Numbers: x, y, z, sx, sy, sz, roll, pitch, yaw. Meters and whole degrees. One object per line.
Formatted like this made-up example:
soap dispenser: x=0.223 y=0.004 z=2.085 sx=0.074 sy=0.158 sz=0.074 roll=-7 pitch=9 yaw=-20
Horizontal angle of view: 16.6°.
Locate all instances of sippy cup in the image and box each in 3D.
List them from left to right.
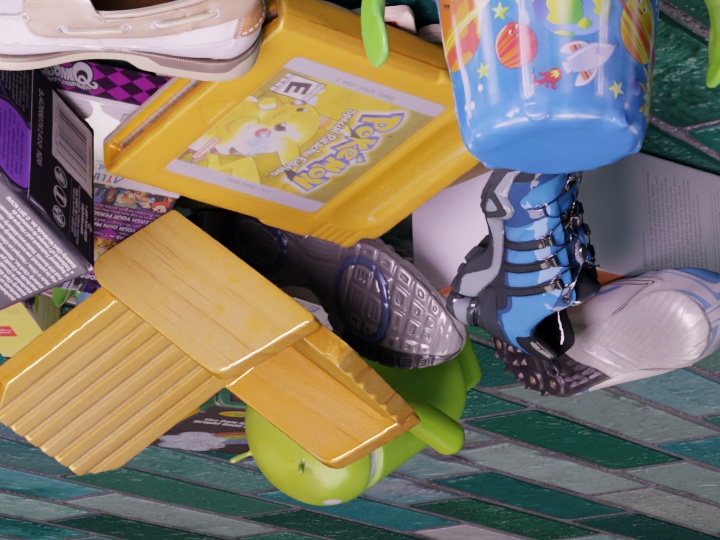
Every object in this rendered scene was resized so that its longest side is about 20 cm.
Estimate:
sippy cup: x=0.100 y=-0.124 z=1.298 sx=0.178 sy=0.130 sz=0.140 roll=-8 pitch=163 yaw=21

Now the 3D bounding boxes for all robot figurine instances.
robot figurine: x=-0.002 y=0.096 z=1.823 sx=0.200 sy=0.116 sz=0.175 roll=-33 pitch=-158 yaw=-36

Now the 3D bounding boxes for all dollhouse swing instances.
dollhouse swing: x=-0.102 y=0.088 z=1.581 sx=0.182 sy=0.176 sz=0.200 roll=37 pitch=174 yaw=29

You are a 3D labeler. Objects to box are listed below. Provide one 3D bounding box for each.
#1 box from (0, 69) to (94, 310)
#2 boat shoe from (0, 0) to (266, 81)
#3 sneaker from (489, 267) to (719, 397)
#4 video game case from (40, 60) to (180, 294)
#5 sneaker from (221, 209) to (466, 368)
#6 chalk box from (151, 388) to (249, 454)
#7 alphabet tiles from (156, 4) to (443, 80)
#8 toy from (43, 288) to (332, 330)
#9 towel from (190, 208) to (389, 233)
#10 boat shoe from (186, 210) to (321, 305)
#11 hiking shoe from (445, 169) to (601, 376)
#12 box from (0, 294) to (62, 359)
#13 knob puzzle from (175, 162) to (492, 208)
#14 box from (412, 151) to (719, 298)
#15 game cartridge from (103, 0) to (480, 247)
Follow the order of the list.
box: x=-0.263 y=-0.035 z=1.419 sx=0.200 sy=0.122 sz=0.106 roll=-22 pitch=135 yaw=18
boat shoe: x=-0.150 y=-0.151 z=1.315 sx=0.200 sy=0.075 sz=0.068 roll=3 pitch=144 yaw=-7
sneaker: x=0.170 y=0.040 z=1.646 sx=0.200 sy=0.072 sz=0.072 roll=-11 pitch=-172 yaw=46
video game case: x=-0.211 y=-0.063 z=1.517 sx=0.200 sy=0.036 sz=0.181 roll=10 pitch=138 yaw=-18
sneaker: x=0.000 y=0.000 z=1.665 sx=0.200 sy=0.075 sz=0.087 roll=34 pitch=-155 yaw=31
chalk box: x=-0.082 y=0.065 z=1.965 sx=0.125 sy=0.124 sz=0.200 roll=8 pitch=160 yaw=-28
alphabet tiles: x=-0.023 y=-0.125 z=1.494 sx=0.200 sy=0.015 sz=0.196 roll=-2 pitch=166 yaw=5
toy: x=-0.121 y=0.038 z=1.719 sx=0.200 sy=0.047 sz=0.115 roll=19 pitch=157 yaw=-25
towel: x=-0.050 y=-0.064 z=1.695 sx=0.144 sy=0.023 sz=0.200 roll=-1 pitch=163 yaw=0
boat shoe: x=-0.060 y=0.005 z=1.784 sx=0.200 sy=0.075 sz=0.093 roll=18 pitch=163 yaw=-26
hiking shoe: x=0.120 y=-0.023 z=1.535 sx=0.087 sy=0.074 sz=0.200 roll=34 pitch=144 yaw=15
box: x=-0.263 y=0.010 z=1.844 sx=0.050 sy=0.075 sz=0.200 roll=-2 pitch=165 yaw=2
knob puzzle: x=-0.003 y=-0.083 z=1.562 sx=0.220 sy=0.030 sz=0.220 roll=-5 pitch=161 yaw=-2
box: x=0.149 y=-0.023 z=1.710 sx=0.200 sy=0.098 sz=0.124 roll=13 pitch=158 yaw=-39
game cartridge: x=-0.022 y=-0.083 z=1.458 sx=0.200 sy=0.032 sz=0.176 roll=18 pitch=140 yaw=-36
